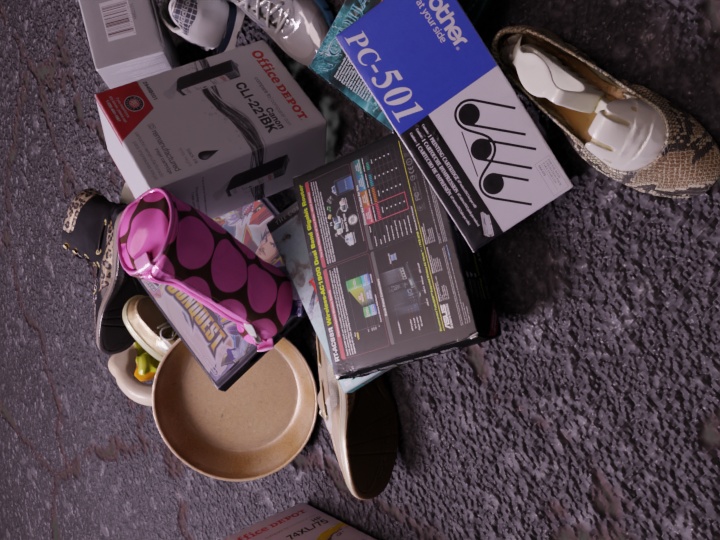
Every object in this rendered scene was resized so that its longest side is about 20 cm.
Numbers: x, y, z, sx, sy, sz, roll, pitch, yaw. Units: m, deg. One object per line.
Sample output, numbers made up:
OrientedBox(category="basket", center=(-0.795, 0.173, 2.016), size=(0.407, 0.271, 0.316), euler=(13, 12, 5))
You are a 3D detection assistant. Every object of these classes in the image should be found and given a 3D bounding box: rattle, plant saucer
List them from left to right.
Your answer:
OrientedBox(category="rattle", center=(-0.254, 0.172, 1.071), size=(0.198, 0.130, 0.144), euler=(24, 130, 12))
OrientedBox(category="plant saucer", center=(-0.149, 0.153, 0.905), size=(0.035, 0.197, 0.203), euler=(-92, 1, -80))

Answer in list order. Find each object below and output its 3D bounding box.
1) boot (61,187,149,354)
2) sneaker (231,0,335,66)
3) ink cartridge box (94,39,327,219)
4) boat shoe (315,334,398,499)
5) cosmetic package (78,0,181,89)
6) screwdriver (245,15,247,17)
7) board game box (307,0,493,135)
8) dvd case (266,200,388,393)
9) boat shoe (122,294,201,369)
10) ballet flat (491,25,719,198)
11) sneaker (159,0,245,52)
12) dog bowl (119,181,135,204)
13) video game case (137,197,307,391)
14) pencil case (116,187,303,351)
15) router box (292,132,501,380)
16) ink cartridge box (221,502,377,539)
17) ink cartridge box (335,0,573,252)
OrientedBox(category="boot", center=(-0.344, -0.005, 1.010), size=(0.150, 0.073, 0.202), euler=(27, 113, 40))
OrientedBox(category="sneaker", center=(-0.108, -0.288, 0.784), size=(0.200, 0.086, 0.075), euler=(49, 131, 5))
OrientedBox(category="ink cartridge box", center=(-0.152, -0.142, 0.790), size=(0.145, 0.198, 0.084), euler=(54, 155, 25))
OrientedBox(category="boat shoe", center=(-0.011, 0.139, 0.802), size=(0.065, 0.071, 0.203), euler=(-17, 79, 52))
OrientedBox(category="cosmetic package", center=(-0.269, -0.261, 0.917), size=(0.200, 0.089, 0.108), euler=(102, 151, -84))
OrientedBox(category="screwdriver", center=(-0.074, -0.322, 0.816), size=(0.198, 0.029, 0.028), euler=(-12, 89, 41))
OrientedBox(category="board game box", center=(0.046, -0.233, 0.650), size=(0.135, 0.028, 0.201), euler=(44, 109, 36))
OrientedBox(category="dvd case", center=(0.000, 0.000, 0.754), size=(0.145, 0.022, 0.202), euler=(-32, 71, 19))
OrientedBox(category="boat shoe", center=(-0.204, 0.093, 0.942), size=(0.200, 0.073, 0.063), euler=(43, 127, -15))
OrientedBox(category="ballet flat", center=(0.167, -0.119, 0.551), size=(0.200, 0.075, 0.068), euler=(48, 120, 30))
OrientedBox(category="sneaker", center=(-0.194, -0.300, 0.871), size=(0.200, 0.080, 0.077), euler=(37, 115, 60))
OrientedBox(category="dog bowl", center=(-0.247, -0.045, 1.009), size=(0.199, 0.078, 0.203), euler=(12, 107, 45))
OrientedBox(category="video game case", center=(-0.149, 0.003, 0.864), size=(0.181, 0.026, 0.200), euler=(-42, 67, 0))
OrientedBox(category="pencil case", center=(-0.146, 0.005, 0.735), size=(0.090, 0.200, 0.095), euler=(-13, 59, 30))
OrientedBox(category="router box", center=(0.030, -0.015, 0.688), size=(0.149, 0.062, 0.203), euler=(-19, 77, 28))
OrientedBox(category="ink cartridge box", center=(-0.053, 0.380, 0.834), size=(0.199, 0.146, 0.148), euler=(8, 104, 45))
OrientedBox(category="ink cartridge box", center=(0.074, -0.126, 0.595), size=(0.094, 0.044, 0.201), euler=(-33, 96, 12))
